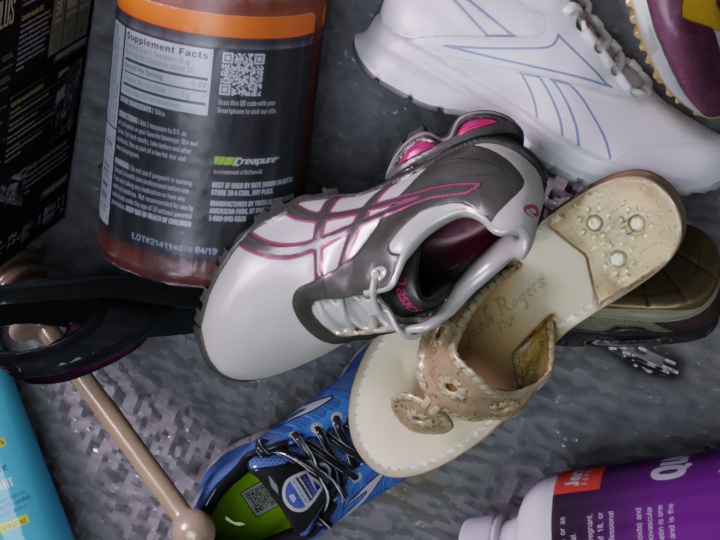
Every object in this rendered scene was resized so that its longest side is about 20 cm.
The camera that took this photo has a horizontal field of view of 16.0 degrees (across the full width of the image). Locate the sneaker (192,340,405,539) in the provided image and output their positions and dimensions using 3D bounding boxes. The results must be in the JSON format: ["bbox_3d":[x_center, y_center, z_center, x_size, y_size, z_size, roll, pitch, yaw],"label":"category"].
[{"bbox_3d":[-0.011,0.100,1.343,0.200,0.089,0.079,-38,96,21],"label":"sneaker"}]

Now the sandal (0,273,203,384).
[{"bbox_3d":[-0.132,0.031,1.317,0.200,0.075,0.048,-1,77,-17],"label":"sandal"}]

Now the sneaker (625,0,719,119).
[{"bbox_3d":[0.169,-0.172,1.225,0.090,0.075,0.201,-11,105,22],"label":"sneaker"}]

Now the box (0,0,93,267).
[{"bbox_3d":[-0.208,-0.084,1.275,0.086,0.200,0.164,13,109,9],"label":"box"}]

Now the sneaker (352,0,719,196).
[{"bbox_3d":[0.097,-0.098,1.269,0.200,0.075,0.087,26,106,4],"label":"sneaker"}]

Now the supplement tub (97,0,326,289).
[{"bbox_3d":[-0.073,-0.098,1.289,0.107,0.107,0.201,11,108,10],"label":"supplement tub"}]

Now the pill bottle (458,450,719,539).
[{"bbox_3d":[0.155,0.151,1.306,0.199,0.112,0.113,-9,104,16],"label":"pill bottle"}]

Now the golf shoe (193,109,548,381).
[{"bbox_3d":[0.000,0.000,1.230,0.200,0.088,0.077,-34,119,19],"label":"golf shoe"}]

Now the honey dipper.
[{"bbox_3d":[-0.139,0.068,1.352,0.038,0.038,0.200,-45,69,21],"label":"honey dipper"}]

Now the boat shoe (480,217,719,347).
[{"bbox_3d":[0.085,0.009,1.303,0.199,0.073,0.065,8,144,22],"label":"boat shoe"}]

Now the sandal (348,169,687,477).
[{"bbox_3d":[0.064,0.030,1.231,0.212,0.070,0.078,-41,89,19],"label":"sandal"}]

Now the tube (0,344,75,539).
[{"bbox_3d":[-0.215,0.075,1.412,0.077,0.050,0.201,-21,95,11],"label":"tube"}]
